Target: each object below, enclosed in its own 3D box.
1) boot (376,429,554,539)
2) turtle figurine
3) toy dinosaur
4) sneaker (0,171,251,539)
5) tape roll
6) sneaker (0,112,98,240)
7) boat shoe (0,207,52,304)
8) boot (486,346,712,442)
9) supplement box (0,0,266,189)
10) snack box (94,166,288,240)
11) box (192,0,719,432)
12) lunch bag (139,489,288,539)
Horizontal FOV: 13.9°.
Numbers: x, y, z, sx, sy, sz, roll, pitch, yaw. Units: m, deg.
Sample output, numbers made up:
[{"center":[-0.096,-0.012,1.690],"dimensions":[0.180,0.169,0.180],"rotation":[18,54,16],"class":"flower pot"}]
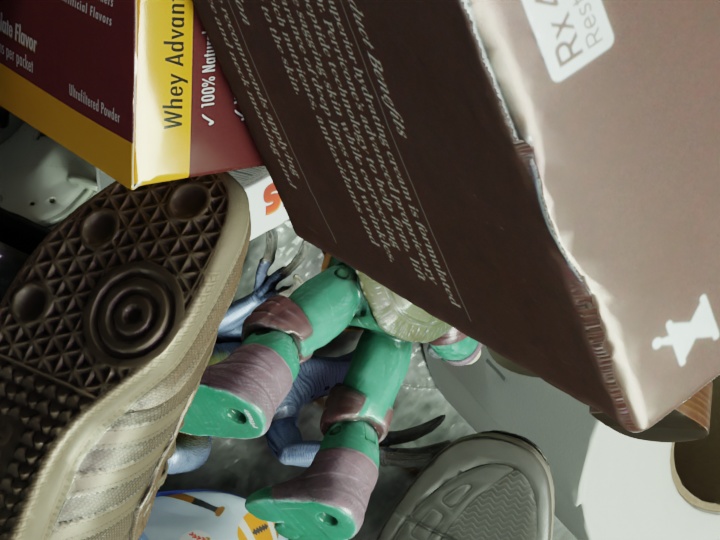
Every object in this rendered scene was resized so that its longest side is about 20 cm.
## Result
[{"center":[0.049,0.139,1.271],"dimensions":[0.151,0.073,0.201],"rotation":[-48,151,-66],"class":"boot"},{"center":[0.000,0.000,1.154],"dimensions":[0.150,0.101,0.200],"rotation":[39,54,-16],"class":"turtle figurine"},{"center":[-0.061,0.036,1.249],"dimensions":[0.181,0.199,0.105],"rotation":[-7,91,-60],"class":"toy dinosaur"},{"center":[-0.097,0.053,1.034],"dimensions":[0.200,0.070,0.076],"rotation":[-56,151,-2],"class":"sneaker"},{"center":[0.145,0.027,1.320],"dimensions":[0.202,0.139,0.203],"rotation":[-19,131,-23],"class":"tape roll"},{"center":[-0.104,-0.033,1.135],"dimensions":[0.200,0.089,0.074],"rotation":[-41,135,-5],"class":"sneaker"},{"center":[-0.159,-0.021,1.045],"dimensions":[0.200,0.069,0.057],"rotation":[35,96,-26],"class":"boat shoe"},{"center":[0.097,-0.053,1.138],"dimensions":[0.186,0.064,0.201],"rotation":[45,47,-62],"class":"boot"},{"center":[-0.022,-0.152,1.043],"dimensions":[0.199,0.133,0.198],"rotation":[-10,113,-30],"class":"supplement box"},{"center":[-0.011,-0.060,1.138],"dimensions":[0.200,0.072,0.024],"rotation":[-31,123,-47],"class":"snack box"},{"center":[0.064,-0.087,0.915],"dimensions":[0.164,0.200,0.166],"rotation":[-35,124,-18],"class":"box"},{"center":[-0.091,0.177,1.269],"dimensions":[0.160,0.076,0.200],"rotation":[-8,138,10],"class":"lunch bag"}]
